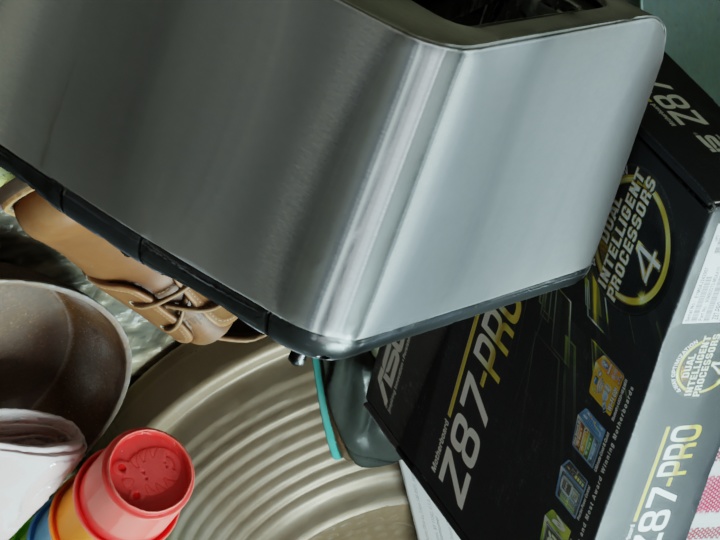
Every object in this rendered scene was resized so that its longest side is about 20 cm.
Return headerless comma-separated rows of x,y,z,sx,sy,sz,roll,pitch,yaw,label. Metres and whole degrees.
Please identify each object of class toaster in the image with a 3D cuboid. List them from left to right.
-0.025,-0.065,0.972,0.200,0.181,0.119,-15,131,-57,toaster

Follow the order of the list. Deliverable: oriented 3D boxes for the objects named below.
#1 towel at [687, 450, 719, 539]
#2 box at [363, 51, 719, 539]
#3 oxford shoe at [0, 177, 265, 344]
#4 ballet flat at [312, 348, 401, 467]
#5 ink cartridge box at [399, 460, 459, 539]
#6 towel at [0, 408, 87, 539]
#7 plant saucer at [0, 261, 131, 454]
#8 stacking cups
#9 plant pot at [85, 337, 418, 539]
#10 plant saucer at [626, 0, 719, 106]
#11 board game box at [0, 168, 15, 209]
0.159,0.056,1.150,0.146,0.030,0.200,0,123,-27,towel
0.076,0.015,1.087,0.049,0.161,0.200,-3,126,-28,box
-0.074,-0.009,1.156,0.071,0.071,0.200,-24,165,17,oxford shoe
0.000,0.000,1.191,0.068,0.068,0.200,-8,137,12,ballet flat
0.085,0.029,1.339,0.176,0.045,0.200,-39,133,-31,ink cartridge box
-0.240,0.119,1.245,0.191,0.032,0.200,13,132,-46,towel
-0.194,0.055,1.246,0.200,0.035,0.200,-19,150,-12,plant saucer
-0.113,0.114,1.316,0.060,0.061,0.200,-10,163,-26,stacking cups
-0.018,0.099,1.389,0.200,0.093,0.201,-20,149,-13,plant pot
0.146,-0.093,1.165,0.039,0.201,0.201,-4,165,36,plant saucer
-0.128,-0.069,1.115,0.200,0.032,0.120,-20,145,-12,board game box
